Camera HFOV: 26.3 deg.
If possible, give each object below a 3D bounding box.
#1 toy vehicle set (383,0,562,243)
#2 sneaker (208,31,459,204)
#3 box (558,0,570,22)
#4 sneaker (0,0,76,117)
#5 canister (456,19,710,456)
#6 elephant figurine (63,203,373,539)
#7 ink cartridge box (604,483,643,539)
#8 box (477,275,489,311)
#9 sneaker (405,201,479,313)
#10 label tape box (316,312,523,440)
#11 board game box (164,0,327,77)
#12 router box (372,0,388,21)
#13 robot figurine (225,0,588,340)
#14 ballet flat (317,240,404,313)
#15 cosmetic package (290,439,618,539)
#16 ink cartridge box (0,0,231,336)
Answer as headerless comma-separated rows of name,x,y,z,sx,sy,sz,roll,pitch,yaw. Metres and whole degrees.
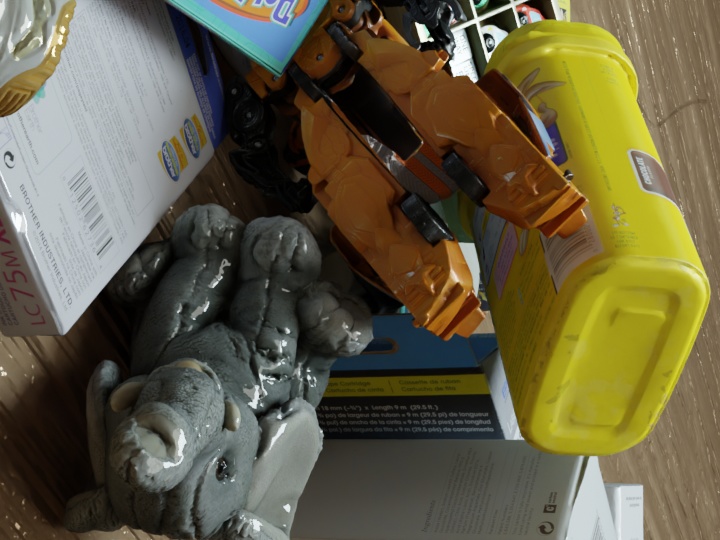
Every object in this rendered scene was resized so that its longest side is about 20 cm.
toy vehicle set,0.083,-0.132,0.992,0.124,0.026,0.201,-29,108,-34
sneaker,-0.034,-0.103,0.901,0.200,0.112,0.078,45,71,-15
box,0.107,-0.099,1.082,0.050,0.075,0.202,-6,95,-63
sneaker,-0.159,-0.161,0.624,0.087,0.076,0.201,21,48,-32
canister,0.115,-0.018,0.836,0.201,0.086,0.149,-99,-163,-48
elephant figurine,-0.081,0.075,0.712,0.155,0.141,0.201,52,33,-29
ink cartridge box,0.132,0.257,1.137,0.084,0.145,0.202,16,74,-66
box,0.092,-0.093,1.193,0.158,0.051,0.201,58,38,-43
sneaker,0.049,-0.062,1.044,0.072,0.072,0.202,9,88,-57
label tape box,0.028,0.084,0.925,0.063,0.143,0.201,-64,143,-46
board game box,-0.037,-0.209,0.717,0.201,0.045,0.152,-57,146,3
router box,0.011,-0.220,1.028,0.200,0.052,0.159,2,86,-66
robot figurine,0.016,-0.067,0.773,0.200,0.145,0.058,52,11,32
ballet flat,0.000,0.000,0.943,0.200,0.068,0.068,125,-51,-74
cosmetic package,0.040,0.160,0.881,0.081,0.199,0.113,-65,146,-43
ink cartridge box,-0.127,-0.073,0.727,0.200,0.042,0.120,-56,137,-50
